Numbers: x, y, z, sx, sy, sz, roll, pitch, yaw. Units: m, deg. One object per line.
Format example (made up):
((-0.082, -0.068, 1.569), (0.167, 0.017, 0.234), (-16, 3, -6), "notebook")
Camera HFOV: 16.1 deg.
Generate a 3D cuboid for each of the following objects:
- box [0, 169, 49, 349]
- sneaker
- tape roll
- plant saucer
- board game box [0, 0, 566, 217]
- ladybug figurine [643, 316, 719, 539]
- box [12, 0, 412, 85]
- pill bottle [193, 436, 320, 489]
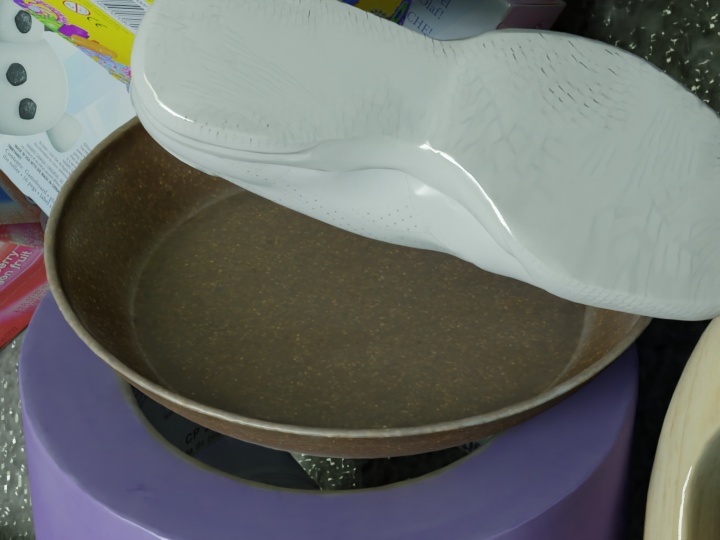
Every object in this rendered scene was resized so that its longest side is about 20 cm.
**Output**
((-0.223, 0.002, 1.126), (0.200, 0.102, 0.095), (-39, 57, 32), "box")
((0.027, -0.033, 0.775), (0.089, 0.199, 0.075), (111, 179, -71), "sneaker")
((-0.010, 0.059, 0.836), (0.200, 0.200, 0.085), (39, 142, 41), "tape roll")
((0.000, 0.000, 0.815), (0.200, 0.200, 0.037), (39, 143, 41), "plant saucer")
((-0.050, -0.083, 0.963), (0.200, 0.043, 0.199), (45, 120, 22), "board game box")
((0.150, 0.090, 0.763), (0.136, 0.072, 0.201), (8, 95, 48), "ladybug figurine")
((-0.064, -0.186, 0.803), (0.122, 0.200, 0.193), (7, 71, 42), "box")
((-0.007, 0.149, 0.882), (0.200, 0.111, 0.111), (47, 113, 39), "pill bottle")
